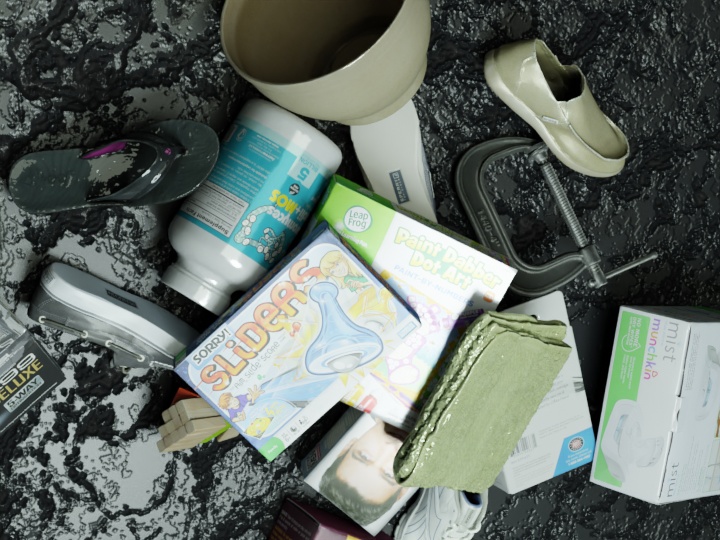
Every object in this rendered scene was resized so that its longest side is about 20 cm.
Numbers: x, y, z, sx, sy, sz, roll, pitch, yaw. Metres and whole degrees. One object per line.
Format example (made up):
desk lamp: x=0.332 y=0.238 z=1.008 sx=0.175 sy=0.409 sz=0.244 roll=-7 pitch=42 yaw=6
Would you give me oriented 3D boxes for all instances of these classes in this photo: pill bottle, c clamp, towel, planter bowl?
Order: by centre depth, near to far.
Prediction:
planter bowl: x=-0.015 y=-0.222 z=1.553 sx=0.200 sy=0.200 sz=0.135 roll=-51 pitch=140 yaw=-8
pill bottle: x=-0.111 y=-0.057 z=1.571 sx=0.111 sy=0.111 sz=0.200 roll=33 pitch=86 yaw=-25
towel: x=0.120 y=0.130 z=1.599 sx=0.148 sy=0.036 sz=0.200 roll=13 pitch=109 yaw=-46
c clamp: x=0.195 y=-0.060 z=1.724 sx=0.171 sy=0.027 sz=0.200 roll=-29 pitch=88 yaw=-17

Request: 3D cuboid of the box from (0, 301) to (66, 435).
box: x=-0.370 y=0.126 z=1.468 sx=0.200 sy=0.158 sz=0.050 roll=-42 pitch=74 yaw=-12

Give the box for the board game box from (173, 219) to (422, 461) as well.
board game box: x=-0.060 y=0.067 z=1.544 sx=0.200 sy=0.034 sz=0.135 roll=-43 pitch=106 yaw=8

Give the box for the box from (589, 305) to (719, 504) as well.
box: x=0.353 y=0.144 z=1.788 sx=0.176 sy=0.097 sz=0.200 roll=1 pitch=101 yaw=-48

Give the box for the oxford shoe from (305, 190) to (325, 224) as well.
oxford shoe: x=0.000 y=0.000 z=1.650 sx=0.070 sy=0.075 sz=0.200 roll=-31 pitch=111 yaw=-16

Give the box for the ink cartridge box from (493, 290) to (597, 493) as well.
ink cartridge box: x=0.175 y=0.124 z=1.755 sx=0.116 sy=0.067 sz=0.200 roll=-19 pitch=107 yaw=-19

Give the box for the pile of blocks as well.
pile of blocks: x=-0.118 y=0.125 z=1.636 sx=0.200 sy=0.082 sz=0.062 roll=-14 pitch=73 yaw=-28

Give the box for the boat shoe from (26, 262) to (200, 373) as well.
boat shoe: x=-0.229 y=0.064 z=1.569 sx=0.200 sy=0.070 sz=0.066 roll=28 pitch=105 yaw=-29

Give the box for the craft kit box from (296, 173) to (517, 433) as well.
craft kit box: x=0.019 y=0.037 z=1.583 sx=0.200 sy=0.049 sz=0.198 roll=25 pitch=101 yaw=-10

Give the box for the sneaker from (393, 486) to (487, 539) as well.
sneaker: x=0.091 y=0.265 z=1.734 sx=0.074 sy=0.087 sz=0.200 roll=8 pitch=98 yaw=-27

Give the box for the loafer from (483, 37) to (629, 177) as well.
loafer: x=0.216 y=-0.171 z=1.705 sx=0.200 sy=0.068 sz=0.076 roll=35 pitch=47 yaw=-24

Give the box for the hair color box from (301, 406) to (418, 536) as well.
hair color box: x=0.041 y=0.163 z=1.672 sx=0.099 sy=0.061 sz=0.200 roll=40 pitch=98 yaw=-13

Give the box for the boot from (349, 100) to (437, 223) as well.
boot: x=0.035 y=-0.093 z=1.658 sx=0.073 sy=0.090 sz=0.200 roll=-11 pitch=77 yaw=1

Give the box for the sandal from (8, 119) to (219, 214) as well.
sandal: x=-0.227 y=-0.092 z=1.515 sx=0.200 sy=0.048 sz=0.075 roll=-14 pitch=89 yaw=-5

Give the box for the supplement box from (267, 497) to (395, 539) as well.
supplement box: x=-0.046 y=0.356 z=1.680 sx=0.131 sy=0.103 sz=0.200 roll=24 pitch=89 yaw=-24
